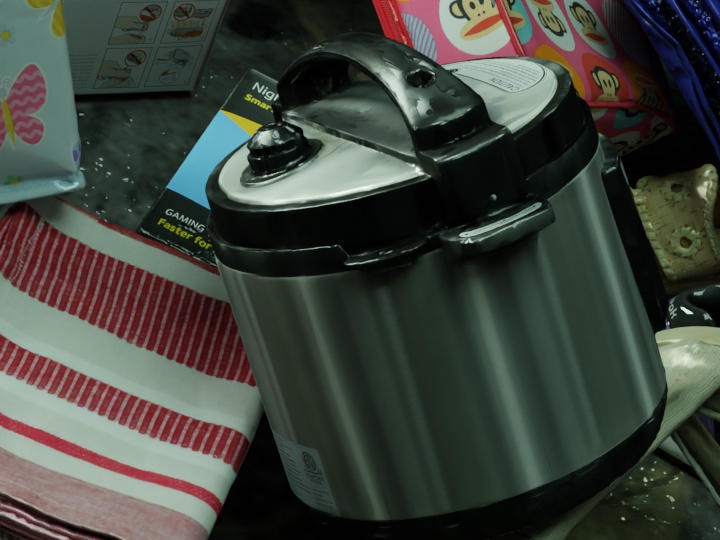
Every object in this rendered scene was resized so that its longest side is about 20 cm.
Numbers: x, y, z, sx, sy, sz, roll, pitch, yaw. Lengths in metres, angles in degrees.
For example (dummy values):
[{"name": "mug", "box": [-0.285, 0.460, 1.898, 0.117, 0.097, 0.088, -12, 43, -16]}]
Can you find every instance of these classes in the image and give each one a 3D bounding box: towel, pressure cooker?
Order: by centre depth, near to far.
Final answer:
[{"name": "pressure cooker", "box": [0.028, -0.004, 1.164, 0.175, 0.201, 0.179, -9, 20, 26]}, {"name": "towel", "box": [-0.112, 0.045, 1.180, 0.143, 0.023, 0.200, 24, 37, -1]}, {"name": "towel", "box": [0.188, -0.119, 1.457, 0.148, 0.049, 0.200, 59, 12, -7]}]

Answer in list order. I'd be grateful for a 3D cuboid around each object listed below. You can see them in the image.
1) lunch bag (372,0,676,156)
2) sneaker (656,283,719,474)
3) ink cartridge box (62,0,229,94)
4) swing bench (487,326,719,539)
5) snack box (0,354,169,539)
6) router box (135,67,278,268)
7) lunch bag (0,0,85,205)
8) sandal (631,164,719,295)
[{"name": "lunch bag", "box": [0.078, -0.141, 1.427, 0.200, 0.082, 0.177, 6, 59, -60]}, {"name": "sneaker", "box": [0.225, 0.081, 1.347, 0.199, 0.088, 0.076, 29, 43, 4]}, {"name": "ink cartridge box", "box": [-0.189, -0.176, 1.407, 0.199, 0.084, 0.176, -4, 49, -28]}, {"name": "swing bench", "box": [0.138, 0.136, 1.223, 0.200, 0.130, 0.199, 39, 46, 13]}, {"name": "snack box", "box": [-0.153, 0.125, 1.142, 0.168, 0.068, 0.201, 6, 44, -21]}, {"name": "router box", "box": [0.000, 0.000, 1.345, 0.199, 0.051, 0.149, 27, 41, 2]}, {"name": "lunch bag", "box": [-0.231, -0.109, 1.227, 0.199, 0.171, 0.127, -7, 21, -6]}, {"name": "sandal", "box": [0.181, -0.027, 1.444, 0.210, 0.070, 0.078, 14, 44, -12]}]
